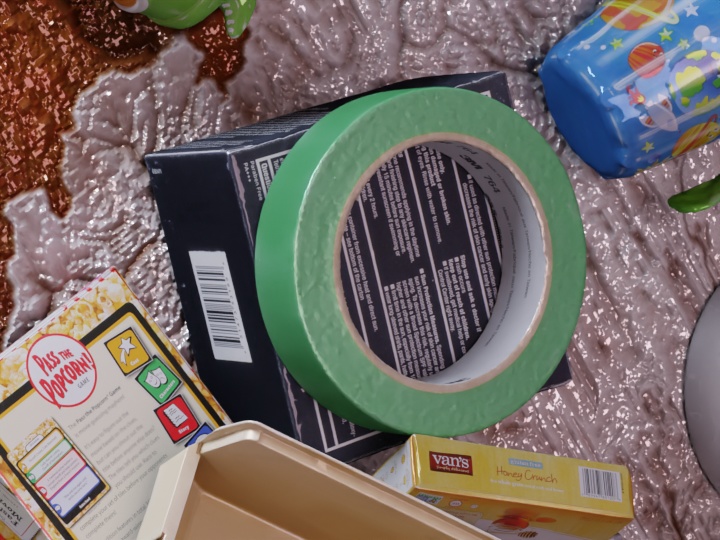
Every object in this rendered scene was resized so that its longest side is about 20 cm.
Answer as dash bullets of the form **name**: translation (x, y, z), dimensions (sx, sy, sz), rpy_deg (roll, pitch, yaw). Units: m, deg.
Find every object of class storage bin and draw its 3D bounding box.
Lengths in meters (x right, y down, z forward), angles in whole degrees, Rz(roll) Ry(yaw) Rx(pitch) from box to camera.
- **storage bin**: translation (-0.034, 0.214, 1.421), dimensions (0.198, 0.094, 0.201), rpy_deg (28, 58, -19)

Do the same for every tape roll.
- **tape roll**: translation (0.037, -0.005, 1.494), dimensions (0.200, 0.048, 0.201), rpy_deg (0, 91, -30)

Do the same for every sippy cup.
- **sippy cup**: translation (0.193, -0.129, 1.686), dimensions (0.130, 0.140, 0.178), rpy_deg (-31, 82, -15)

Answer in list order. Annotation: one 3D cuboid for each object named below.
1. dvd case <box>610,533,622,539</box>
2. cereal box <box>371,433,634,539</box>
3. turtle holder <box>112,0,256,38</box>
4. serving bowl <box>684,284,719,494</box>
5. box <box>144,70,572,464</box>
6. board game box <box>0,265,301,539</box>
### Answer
- **dvd case**: translation (0.105, 0.274, 1.694), dimensions (0.200, 0.025, 0.151), rpy_deg (-20, 101, -29)
- **cereal box**: translation (0.056, 0.163, 1.556), dimensions (0.143, 0.200, 0.040), rpy_deg (9, 58, -21)
- **turtle holder**: translation (-0.102, -0.235, 1.480), dimensions (0.131, 0.141, 0.186), rpy_deg (23, 123, -30)
- **serving bowl**: translation (0.322, 0.082, 1.795), dimensions (0.199, 0.066, 0.201), rpy_deg (-1, 92, -31)
- **box**: translation (0.000, 0.000, 1.569), dimensions (0.198, 0.123, 0.201), rpy_deg (-17, 100, -28)
- **board game box**: translation (-0.138, 0.120, 1.484), dimensions (0.200, 0.046, 0.151), rpy_deg (54, 50, -4)
